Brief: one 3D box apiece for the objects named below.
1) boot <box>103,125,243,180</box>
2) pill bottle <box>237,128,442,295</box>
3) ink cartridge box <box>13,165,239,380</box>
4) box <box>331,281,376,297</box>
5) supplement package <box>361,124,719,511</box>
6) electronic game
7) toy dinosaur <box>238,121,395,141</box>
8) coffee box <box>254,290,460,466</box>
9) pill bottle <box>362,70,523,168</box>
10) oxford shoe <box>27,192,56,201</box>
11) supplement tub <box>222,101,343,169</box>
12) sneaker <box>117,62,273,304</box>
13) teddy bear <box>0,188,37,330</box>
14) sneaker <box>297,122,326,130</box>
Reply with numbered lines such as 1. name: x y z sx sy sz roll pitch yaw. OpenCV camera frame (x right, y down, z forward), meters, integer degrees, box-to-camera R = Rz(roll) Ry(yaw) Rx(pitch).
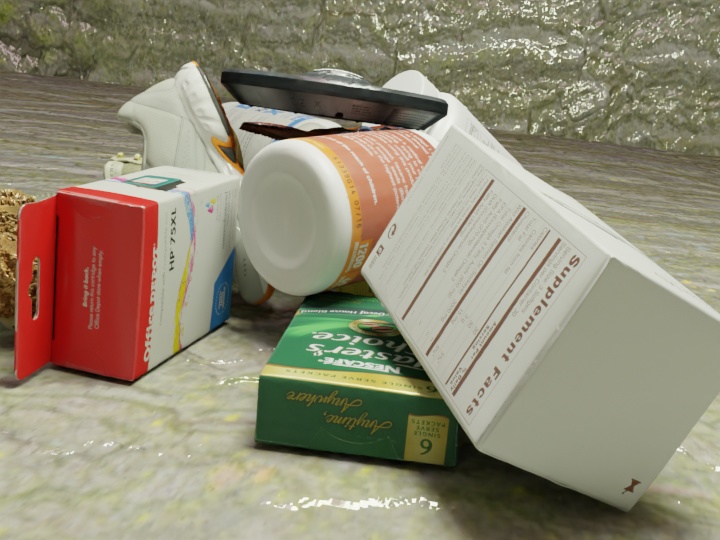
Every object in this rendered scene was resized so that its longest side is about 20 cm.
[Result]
1. boot: -0.200 -0.101 1.013 0.151 0.073 0.201 5 -21 5
2. pill bottle: 0.010 -0.052 0.752 0.111 0.114 0.198 17 21 39
3. ink cartridge box: -0.154 -0.001 0.663 0.066 0.119 0.200 10 15 13
4. box: 0.000 0.000 0.862 0.197 0.051 0.075 15 17 32
5. supplement package: 0.100 0.019 0.555 0.116 0.118 0.200 26 15 -29
6. electronic game: -0.022 -0.151 0.824 0.196 0.042 0.200 9 8 -1
7. toy dinosaur: -0.004 -0.125 0.927 0.104 0.201 0.183 -26 28 24
8. coffee box: 0.008 0.062 0.629 0.120 0.045 0.200 8 14 5
9. pill bottle: 0.100 -0.137 1.139 0.199 0.114 0.113 39 -6 -32
10. oxford shoe: -0.237 -0.039 0.874 0.197 0.059 0.075 4 9 29
11. supplement tub: -0.105 -0.129 1.166 0.130 0.135 0.198 -6 19 -41
12. sneaker: -0.134 -0.061 0.793 0.091 0.203 0.076 -22 -3 -1
13. teddy bear: -0.250 -0.008 0.733 0.143 0.068 0.200 11 16 -33
14. sneaker: -0.071 -0.098 0.971 0.074 0.093 0.202 14 48 9
